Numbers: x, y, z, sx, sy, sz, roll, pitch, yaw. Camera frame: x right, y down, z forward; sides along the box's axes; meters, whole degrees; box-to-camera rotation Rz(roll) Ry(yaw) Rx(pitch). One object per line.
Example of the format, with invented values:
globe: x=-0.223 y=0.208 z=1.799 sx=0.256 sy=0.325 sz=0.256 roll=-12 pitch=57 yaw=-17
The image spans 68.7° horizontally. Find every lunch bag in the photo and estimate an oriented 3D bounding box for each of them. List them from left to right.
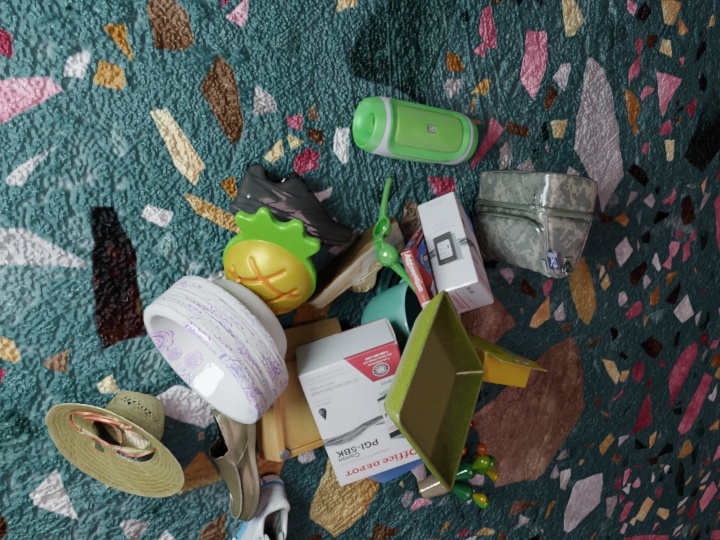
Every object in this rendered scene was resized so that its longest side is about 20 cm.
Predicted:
lunch bag: x=0.298 y=-0.086 z=0.924 sx=0.137 sy=0.199 sz=0.171 roll=0 pitch=101 yaw=-29

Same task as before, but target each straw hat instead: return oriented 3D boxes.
straw hat: x=-0.306 y=0.209 z=0.705 sx=0.202 sy=0.199 sz=0.086 roll=55 pitch=31 yaw=-28

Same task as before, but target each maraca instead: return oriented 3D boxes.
maraca: x=-0.121 y=-0.010 z=0.719 sx=0.135 sy=0.201 sz=0.108 roll=17 pitch=52 yaw=-6

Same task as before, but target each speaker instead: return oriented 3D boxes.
speaker: x=0.089 y=-0.219 z=0.837 sx=0.197 sy=0.088 sz=0.090 roll=0 pitch=102 yaw=-30

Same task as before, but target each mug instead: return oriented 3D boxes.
mug: x=0.074 y=0.091 z=0.880 sx=0.152 sy=0.114 sz=0.187 roll=43 pitch=40 yaw=-29

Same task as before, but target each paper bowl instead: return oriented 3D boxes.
paper bowl: x=-0.177 y=0.094 z=0.693 sx=0.104 sy=0.199 sz=0.202 roll=-48 pitch=122 yaw=-36

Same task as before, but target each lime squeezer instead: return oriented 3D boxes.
lime squeezer: x=0.050 y=-0.050 z=0.809 sx=0.070 sy=0.038 sz=0.203 roll=-11 pitch=79 yaw=-25

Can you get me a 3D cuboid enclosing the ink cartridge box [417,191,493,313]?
ink cartridge box: x=0.160 y=-0.008 z=0.854 sx=0.116 sy=0.066 sz=0.203 roll=37 pitch=38 yaw=-58

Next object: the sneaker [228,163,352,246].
sneaker: x=-0.089 y=-0.092 z=0.773 sx=0.198 sy=0.076 sz=0.092 roll=20 pitch=84 yaw=-35

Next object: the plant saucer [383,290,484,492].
plant saucer: x=0.101 y=0.165 z=0.732 sx=0.201 sy=0.047 sz=0.201 roll=58 pitch=45 yaw=-38

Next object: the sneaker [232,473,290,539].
sneaker: x=-0.161 y=0.443 z=0.852 sx=0.074 sy=0.086 sz=0.203 roll=10 pitch=98 yaw=-33

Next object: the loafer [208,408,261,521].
loafer: x=-0.195 y=0.286 z=0.804 sx=0.067 sy=0.076 sz=0.204 roll=-4 pitch=94 yaw=-28

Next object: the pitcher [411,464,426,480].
pitcher: x=0.100 y=0.252 z=0.950 sx=0.170 sy=0.121 sz=0.202 roll=29 pitch=98 yaw=-18

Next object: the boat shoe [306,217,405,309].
boat shoe: x=0.000 y=0.000 z=0.844 sx=0.200 sy=0.073 sz=0.070 roll=-42 pitch=113 yaw=-16

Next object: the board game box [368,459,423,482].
board game box: x=0.068 y=0.257 z=0.879 sx=0.198 sy=0.039 sz=0.160 roll=-25 pitch=113 yaw=-5

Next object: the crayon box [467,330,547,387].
crayon box: x=0.208 y=0.151 z=0.927 sx=0.126 sy=0.199 sz=0.052 roll=16 pitch=94 yaw=-33

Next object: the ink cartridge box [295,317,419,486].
ink cartridge box: x=0.005 y=0.192 z=0.768 sx=0.145 sy=0.083 sz=0.203 roll=-19 pitch=111 yaw=-2

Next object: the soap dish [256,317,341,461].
soap dish: x=-0.091 y=0.190 z=0.833 sx=0.155 sy=0.081 sz=0.203 roll=-11 pitch=107 yaw=-27

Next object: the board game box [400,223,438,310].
board game box: x=0.107 y=-0.008 z=0.843 sx=0.019 sy=0.200 sz=0.104 roll=-18 pitch=102 yaw=19

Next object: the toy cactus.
toy cactus: x=0.191 y=0.401 z=1.059 sx=0.163 sy=0.102 sz=0.202 roll=-23 pitch=116 yaw=-3
